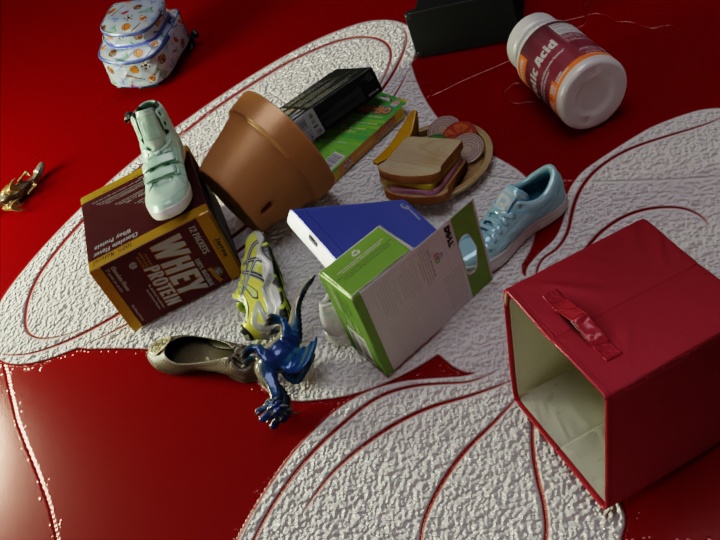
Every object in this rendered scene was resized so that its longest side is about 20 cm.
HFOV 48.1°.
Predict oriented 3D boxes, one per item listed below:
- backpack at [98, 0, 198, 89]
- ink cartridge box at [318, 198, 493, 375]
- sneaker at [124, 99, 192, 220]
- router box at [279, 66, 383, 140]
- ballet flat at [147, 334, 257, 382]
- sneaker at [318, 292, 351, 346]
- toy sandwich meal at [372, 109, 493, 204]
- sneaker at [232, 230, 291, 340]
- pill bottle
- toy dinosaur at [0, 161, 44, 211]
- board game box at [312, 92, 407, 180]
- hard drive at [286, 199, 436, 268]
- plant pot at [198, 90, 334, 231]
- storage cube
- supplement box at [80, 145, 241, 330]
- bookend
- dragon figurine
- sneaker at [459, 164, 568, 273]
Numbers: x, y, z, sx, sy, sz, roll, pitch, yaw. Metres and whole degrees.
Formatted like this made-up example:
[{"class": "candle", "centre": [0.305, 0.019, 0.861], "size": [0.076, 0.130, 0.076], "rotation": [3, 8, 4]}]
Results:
[{"class": "backpack", "centre": [-0.481, -0.493, 1.771], "size": [0.196, 0.155, 0.193], "rotation": [-5, 56, 16]}, {"class": "ink cartridge box", "centre": [0.064, 0.009, 1.020], "size": [0.199, 0.149, 0.075], "rotation": [-39, 43, -17]}, {"class": "sneaker", "centre": [-0.303, -0.168, 1.186], "size": [0.073, 0.119, 0.202], "rotation": [-20, 43, 2]}, {"class": "router box", "centre": [-0.076, -0.282, 1.409], "size": [0.199, 0.052, 0.149], "rotation": [-37, 25, -15]}, {"class": "ballet flat", "centre": [-0.220, 0.115, 1.121], "size": [0.197, 0.047, 0.068], "rotation": [6, 50, 30]}, {"class": "sneaker", "centre": [0.000, 0.000, 1.101], "size": [0.074, 0.089, 0.202], "rotation": [4, 49, 29]}, {"class": "toy sandwich meal", "centre": [0.107, -0.180, 1.241], "size": [0.201, 0.071, 0.207], "rotation": [-13, 44, 13]}, {"class": "sneaker", "centre": [-0.151, 0.016, 1.165], "size": [0.075, 0.076, 0.201], "rotation": [-21, 42, 1]}, {"class": "pill bottle", "centre": [0.311, -0.315, 1.248], "size": [0.113, 0.115, 0.201], "rotation": [-25, 42, -1]}, {"class": "toy dinosaur", "centre": [-0.701, -0.142, 1.600], "size": [0.199, 0.061, 0.106], "rotation": [-37, 22, -23]}, {"class": "board game box", "centre": [-0.011, -0.235, 1.383], "size": [0.095, 0.030, 0.200], "rotation": [28, 66, 40]}, {"class": "hard drive", "centre": [0.016, -0.047, 1.096], "size": [0.197, 0.026, 0.132], "rotation": [-8, 40, -37]}, {"class": "plant pot", "centre": [-0.157, -0.156, 1.255], "size": [0.140, 0.201, 0.199], "rotation": [-46, 46, -11]}, {"class": "storage cube", "centre": [0.267, 0.091, 0.816], "size": [0.177, 0.202, 0.171], "rotation": [-25, 41, -11]}, {"class": "supplement box", "centre": [-0.313, -0.055, 1.266], "size": [0.195, 0.134, 0.201], "rotation": [-27, 42, -3]}, {"class": "bookend", "centre": [0.200, -0.506, 1.504], "size": [0.196, 0.093, 0.201], "rotation": [-6, 44, 21]}, {"class": "dragon figurine", "centre": [-0.089, 0.108, 1.045], "size": [0.098, 0.059, 0.201], "rotation": [31, 62, 11]}, {"class": "sneaker", "centre": [0.193, -0.075, 1.091], "size": [0.199, 0.083, 0.074], "rotation": [-39, 43, -15]}]
